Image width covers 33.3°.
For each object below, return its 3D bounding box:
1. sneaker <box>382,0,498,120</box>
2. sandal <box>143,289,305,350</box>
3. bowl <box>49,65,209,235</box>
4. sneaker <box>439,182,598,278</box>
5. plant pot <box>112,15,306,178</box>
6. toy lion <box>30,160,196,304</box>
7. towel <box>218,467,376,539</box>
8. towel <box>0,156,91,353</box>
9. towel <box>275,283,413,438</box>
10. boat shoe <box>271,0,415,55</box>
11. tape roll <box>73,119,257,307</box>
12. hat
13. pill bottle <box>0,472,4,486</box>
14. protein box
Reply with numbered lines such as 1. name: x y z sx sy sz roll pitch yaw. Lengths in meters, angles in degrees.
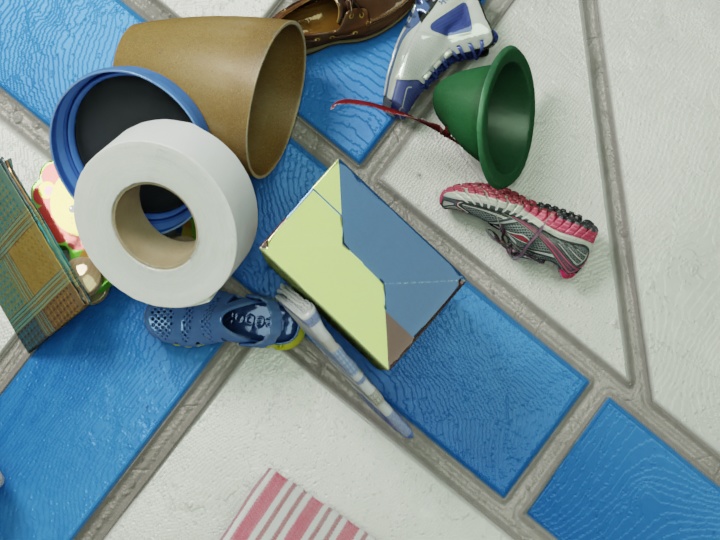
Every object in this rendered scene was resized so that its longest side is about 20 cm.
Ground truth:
1. sneaker: 0.105 -0.277 1.488 0.114 0.081 0.202 22 84 2
2. sandal: -0.164 0.056 1.451 0.196 0.087 0.081 0 88 0
3. bowl: -0.260 -0.138 1.385 0.197 0.039 0.204 8 118 15
4. sneaker: 0.188 -0.053 1.477 0.197 0.081 0.076 22 105 5
5. plant pot: -0.189 -0.225 1.438 0.197 0.186 0.189 15 85 12
6. toy lion: -0.299 -0.067 1.473 0.197 0.069 0.195 -11 79 -3
7. towel: -0.067 0.343 1.423 0.199 0.030 0.147 34 48 4
8. towel: -0.409 -0.017 1.441 0.146 0.022 0.202 -33 88 39
9. towel: -0.019 0.103 1.396 0.024 0.147 0.201 -41 108 -6
10. boat shoe: -0.020 -0.320 1.493 0.197 0.068 0.073 -21 86 -4
11. tape roll: -0.216 -0.062 1.346 0.199 0.071 0.205 7 118 14
12. hat: 0.101 -0.200 1.475 0.174 0.200 0.168 9 65 28
13. pill bottle: -0.517 0.198 1.415 0.110 0.111 0.201 -35 87 -4
14. protein box: 0.000 0.000 1.403 0.198 0.200 0.135 43 85 2
